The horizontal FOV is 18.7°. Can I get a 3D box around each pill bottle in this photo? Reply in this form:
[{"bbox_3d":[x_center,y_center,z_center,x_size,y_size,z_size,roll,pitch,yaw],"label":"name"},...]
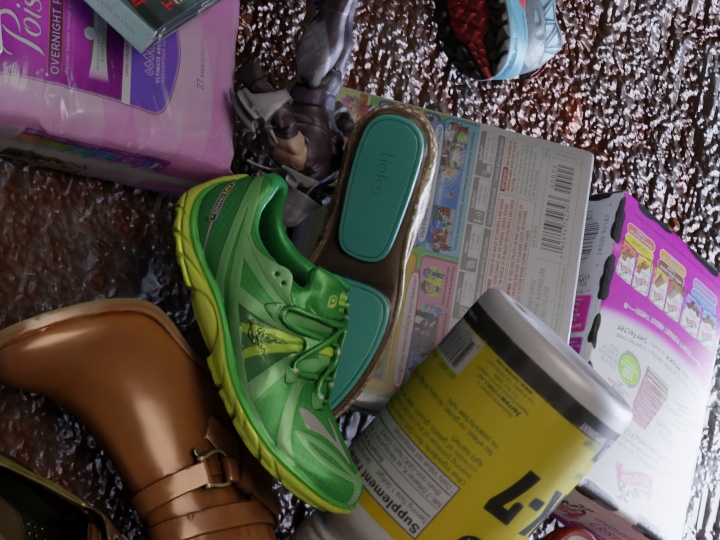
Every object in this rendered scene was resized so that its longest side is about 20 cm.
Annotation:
[{"bbox_3d":[0.052,0.119,1.258,0.114,0.114,0.200,39,96,-23],"label":"pill bottle"}]

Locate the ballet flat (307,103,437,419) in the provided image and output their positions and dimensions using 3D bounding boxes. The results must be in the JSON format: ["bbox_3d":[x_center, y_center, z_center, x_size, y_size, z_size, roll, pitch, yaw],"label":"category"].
[{"bbox_3d":[0.000,0.000,1.283,0.070,0.065,0.201,24,97,8],"label":"ballet flat"}]

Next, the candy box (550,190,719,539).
[{"bbox_3d":[0.167,0.069,1.428,0.136,0.061,0.201,36,58,-39],"label":"candy box"}]

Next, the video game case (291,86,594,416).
[{"bbox_3d":[0.045,-0.002,1.351,0.181,0.022,0.202,14,69,-10],"label":"video game case"}]

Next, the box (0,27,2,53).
[{"bbox_3d":[-0.264,-0.173,1.098,0.106,0.152,0.202,9,62,-35],"label":"box"}]

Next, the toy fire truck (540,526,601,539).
[{"bbox_3d":[0.137,0.264,1.351,0.168,0.112,0.201,-37,102,-20],"label":"toy fire truck"}]

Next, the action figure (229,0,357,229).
[{"bbox_3d":[-0.026,-0.116,1.285,0.130,0.069,0.202,5,101,-78],"label":"action figure"}]

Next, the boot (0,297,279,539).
[{"bbox_3d":[-0.119,0.102,1.197,0.199,0.076,0.156,13,61,-54],"label":"boot"}]

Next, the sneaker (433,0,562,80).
[{"bbox_3d":[0.091,-0.225,1.460,0.095,0.079,0.202,-3,89,-47],"label":"sneaker"}]

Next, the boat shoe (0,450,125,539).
[{"bbox_3d":[-0.158,0.161,1.168,0.200,0.068,0.072,37,58,-26],"label":"boat shoe"}]

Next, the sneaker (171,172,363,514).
[{"bbox_3d":[-0.040,0.038,1.204,0.201,0.083,0.074,68,13,8],"label":"sneaker"}]

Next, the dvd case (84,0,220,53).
[{"bbox_3d":[-0.123,-0.211,1.254,0.146,0.022,0.200,43,36,2],"label":"dvd case"}]

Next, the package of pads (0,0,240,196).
[{"bbox_3d":[-0.162,-0.120,1.230,0.199,0.075,0.122,12,68,-35],"label":"package of pads"}]
